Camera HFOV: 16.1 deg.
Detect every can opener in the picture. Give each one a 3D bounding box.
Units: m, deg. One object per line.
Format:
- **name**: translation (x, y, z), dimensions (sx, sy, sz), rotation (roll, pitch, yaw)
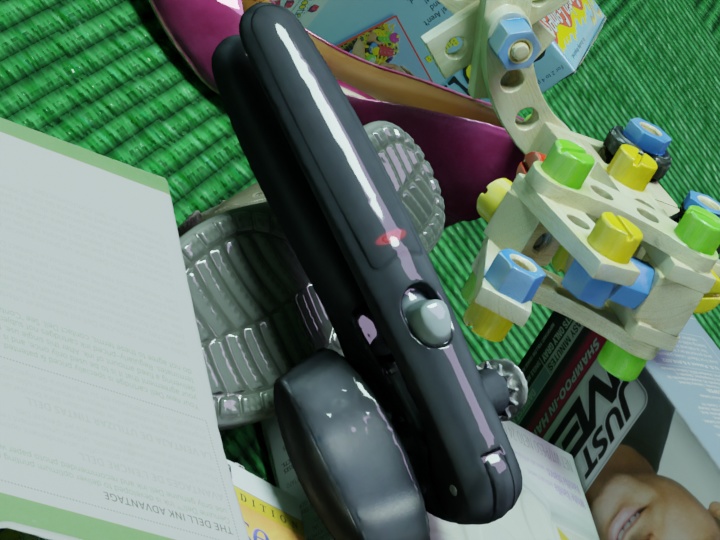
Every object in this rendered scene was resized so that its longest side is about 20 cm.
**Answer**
- **can opener**: translation (0.000, 0.000, 0.880), dimensions (0.078, 0.063, 0.201), rotation (-15, 82, -39)

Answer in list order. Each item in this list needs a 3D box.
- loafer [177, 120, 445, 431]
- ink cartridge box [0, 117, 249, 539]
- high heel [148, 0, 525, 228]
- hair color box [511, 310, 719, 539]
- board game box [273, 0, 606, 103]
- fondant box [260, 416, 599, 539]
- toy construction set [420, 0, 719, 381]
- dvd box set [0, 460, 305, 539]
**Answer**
- **loafer**: translation (-0.040, 0.009, 0.943), dimensions (0.200, 0.070, 0.075), rotation (-34, 99, -52)
- **ink cartridge box**: translation (-0.104, 0.038, 0.737), dimensions (0.145, 0.048, 0.201), rotation (21, 41, -39)
- **high heel**: translation (-0.010, -0.095, 1.090), dimensions (0.200, 0.096, 0.067), rotation (50, 24, -14)
- **hair color box**: translation (0.129, 0.104, 1.024), dimensions (0.060, 0.099, 0.200), rotation (10, 33, -37)
- **board game box**: translation (0.013, -0.160, 1.209), dimensions (0.200, 0.105, 0.103), rotation (53, 23, -8)
- **fondant box**: translation (0.046, 0.140, 0.939), dimensions (0.144, 0.058, 0.201), rotation (30, 35, -45)
- **toy construction set**: translation (0.080, -0.036, 1.015), dimensions (0.131, 0.092, 0.200), rotation (17, 38, -28)
- **dvd box set**: translation (-0.059, 0.132, 0.781), dimensions (0.146, 0.029, 0.200), rotation (33, 32, -40)
